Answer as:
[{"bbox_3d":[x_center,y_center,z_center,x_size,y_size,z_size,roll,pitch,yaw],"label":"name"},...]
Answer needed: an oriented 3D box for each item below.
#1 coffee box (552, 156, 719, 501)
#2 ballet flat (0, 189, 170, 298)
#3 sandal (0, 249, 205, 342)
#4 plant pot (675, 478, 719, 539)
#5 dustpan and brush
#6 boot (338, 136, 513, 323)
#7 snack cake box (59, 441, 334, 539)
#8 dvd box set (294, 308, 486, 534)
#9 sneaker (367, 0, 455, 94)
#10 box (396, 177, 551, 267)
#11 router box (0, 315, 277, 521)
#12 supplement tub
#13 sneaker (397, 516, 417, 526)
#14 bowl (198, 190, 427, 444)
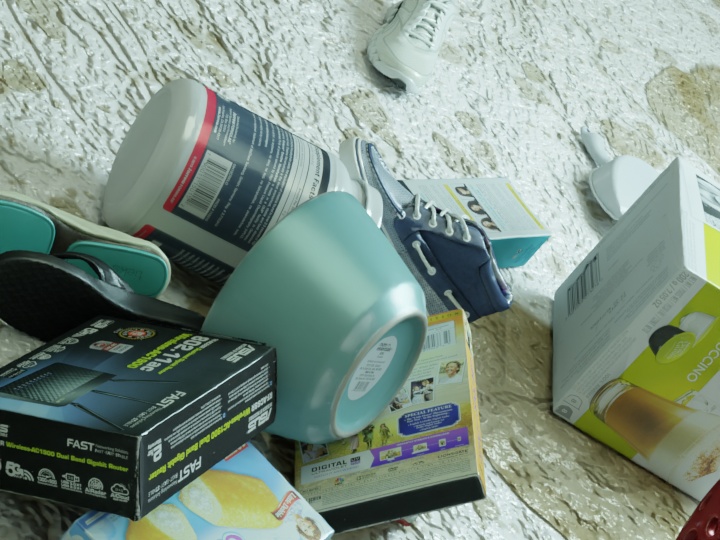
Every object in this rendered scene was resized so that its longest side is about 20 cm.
[{"bbox_3d":[0.317,0.059,1.953,0.198,0.200,0.200,32,30,-14],"label":"coffee box"},{"bbox_3d":[-0.240,-0.021,1.584,0.200,0.069,0.069,21,34,-32],"label":"ballet flat"},{"bbox_3d":[-0.200,0.024,1.549,0.200,0.075,0.048,25,37,-41],"label":"sandal"},{"bbox_3d":[0.336,0.272,1.704,0.200,0.183,0.200,29,32,-20],"label":"plant pot"},{"bbox_3d":[0.293,-0.099,2.305,0.140,0.057,0.200,16,44,-38],"label":"dustpan and brush"},{"bbox_3d":[0.059,-0.040,1.824,0.200,0.090,0.073,63,18,-20],"label":"boot"},{"bbox_3d":[-0.117,0.194,1.414,0.115,0.067,0.200,44,30,9],"label":"snack cake box"},{"bbox_3d":[0.020,0.117,1.614,0.200,0.146,0.029,-93,165,-53],"label":"dvd box set"},{"bbox_3d":[0.061,-0.259,2.221,0.075,0.081,0.200,34,31,-14],"label":"sneaker"},{"bbox_3d":[0.094,-0.044,1.993,0.200,0.049,0.082,-4,51,-51],"label":"box"},{"bbox_3d":[-0.167,0.096,1.418,0.150,0.062,0.200,10,20,22],"label":"router box"},{"bbox_3d":[-0.097,-0.057,1.703,0.200,0.140,0.140,28,32,-21],"label":"supplement tub"},{"bbox_3d":[0.041,0.128,1.667,0.078,0.082,0.200,35,31,-9],"label":"sneaker"},{"bbox_3d":[-0.024,0.052,1.558,0.105,0.201,0.201,35,26,21],"label":"bowl"}]
